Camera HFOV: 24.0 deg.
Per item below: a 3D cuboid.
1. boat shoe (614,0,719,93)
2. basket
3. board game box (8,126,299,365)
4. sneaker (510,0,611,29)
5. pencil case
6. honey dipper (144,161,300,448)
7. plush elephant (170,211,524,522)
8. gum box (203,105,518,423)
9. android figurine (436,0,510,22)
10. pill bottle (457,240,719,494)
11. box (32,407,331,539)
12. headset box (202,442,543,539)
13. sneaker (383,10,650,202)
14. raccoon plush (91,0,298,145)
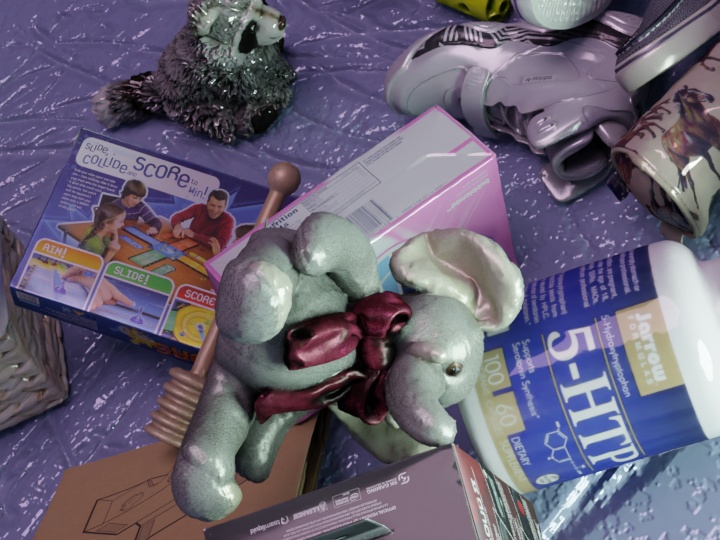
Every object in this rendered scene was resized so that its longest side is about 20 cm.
[{"bbox_3d":[0.209,-0.200,1.121,0.200,0.093,0.075,-42,6,-38],"label":"boat shoe"},{"bbox_3d":[-0.326,0.055,1.235,0.199,0.124,0.136,-24,51,9],"label":"basket"},{"bbox_3d":[-0.126,-0.009,1.181,0.199,0.035,0.136,18,65,5],"label":"board game box"},{"bbox_3d":[0.127,-0.227,1.172,0.114,0.073,0.200,9,37,32],"label":"sneaker"},{"bbox_3d":[0.247,-0.111,1.087,0.078,0.090,0.200,39,78,27],"label":"pencil case"},{"bbox_3d":[-0.087,0.021,1.117,0.038,0.038,0.201,21,87,35],"label":"honey dipper"},{"bbox_3d":[0.000,0.047,0.925,0.154,0.166,0.200,17,28,0],"label":"plush elephant"},{"bbox_3d":[0.000,0.000,1.090,0.199,0.114,0.066,-35,51,-15],"label":"gum box"},{"bbox_3d":[0.121,-0.271,1.287,0.199,0.041,0.182,28,75,35],"label":"android figurine"},{"bbox_3d":[0.161,0.050,0.998,0.199,0.120,0.120,-19,52,14],"label":"pill bottle"},{"bbox_3d":[-0.120,0.151,1.087,0.199,0.021,0.164,-19,23,15],"label":"box"},{"bbox_3d":[0.015,0.166,0.934,0.148,0.200,0.076,-21,67,13],"label":"headset box"},{"bbox_3d":[0.106,-0.110,1.162,0.198,0.075,0.116,-6,53,19],"label":"sneaker"},{"bbox_3d":[-0.142,-0.161,1.281,0.199,0.134,0.097,-17,54,15],"label":"raccoon plush"}]
